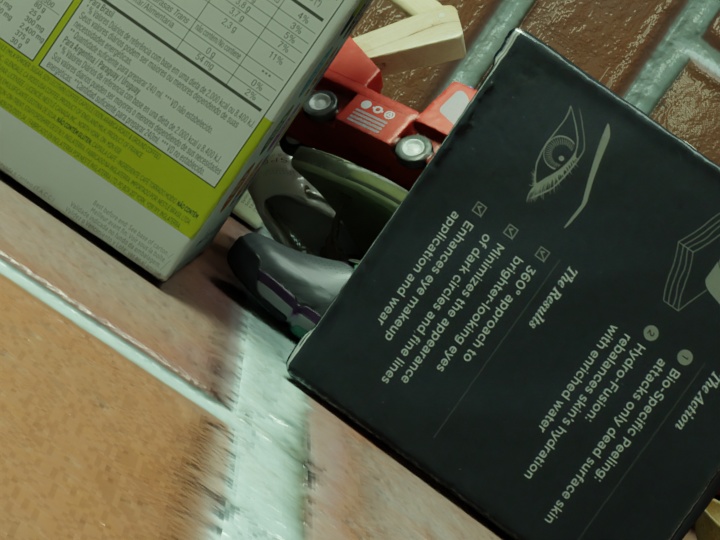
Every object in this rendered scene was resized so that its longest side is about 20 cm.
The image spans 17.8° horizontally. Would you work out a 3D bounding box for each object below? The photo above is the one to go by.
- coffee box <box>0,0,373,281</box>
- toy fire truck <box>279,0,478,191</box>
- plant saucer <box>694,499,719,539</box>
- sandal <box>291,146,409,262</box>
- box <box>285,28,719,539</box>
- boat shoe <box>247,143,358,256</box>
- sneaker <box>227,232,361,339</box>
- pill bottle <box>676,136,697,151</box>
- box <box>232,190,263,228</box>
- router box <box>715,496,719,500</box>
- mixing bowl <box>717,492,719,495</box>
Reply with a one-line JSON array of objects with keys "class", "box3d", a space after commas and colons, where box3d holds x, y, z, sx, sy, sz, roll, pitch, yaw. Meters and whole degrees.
[{"class": "coffee box", "box3d": [-0.114, -0.138, 1.165, 0.200, 0.198, 0.200, 35, 6, -2]}, {"class": "toy fire truck", "box3d": [0.012, -0.119, 1.317, 0.200, 0.141, 0.049, 27, -31, 28]}, {"class": "plant saucer", "box3d": [0.270, 0.204, 1.350, 0.200, 0.035, 0.200, 34, 6, -4]}, {"class": "sandal", "box3d": [0.015, 0.007, 1.283, 0.080, 0.057, 0.201, 21, -29, 40]}, {"class": "box", "box3d": [0.106, 0.025, 1.108, 0.200, 0.197, 0.117, 36, 5, 11]}, {"class": "boat shoe", "box3d": [0.000, 0.000, 1.381, 0.200, 0.071, 0.069, 40, 29, -29]}, {"class": "sneaker", "box3d": [0.028, 0.020, 1.226, 0.200, 0.088, 0.074, 34, 6, -14]}, {"class": "pill bottle", "box3d": [0.116, -0.029, 1.309, 0.116, 0.117, 0.200, 32, -5, -20]}, {"class": "box", "box3d": [-0.123, -0.115, 1.495, 0.200, 0.082, 0.068, 36, 7, 0]}, {"class": "router box", "box3d": [0.241, 0.095, 1.664, 0.157, 0.052, 0.200, 37, -13, 15]}, {"class": "mixing bowl", "box3d": [0.212, 0.066, 1.505, 0.200, 0.200, 0.108, 36, 26, 15]}]
